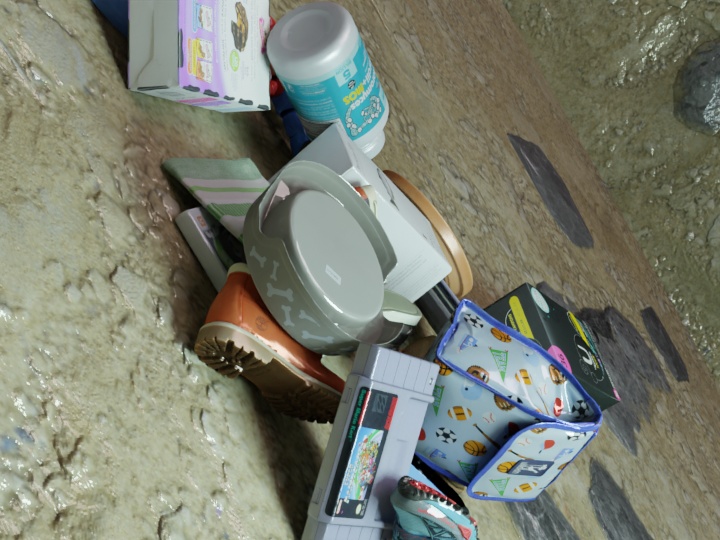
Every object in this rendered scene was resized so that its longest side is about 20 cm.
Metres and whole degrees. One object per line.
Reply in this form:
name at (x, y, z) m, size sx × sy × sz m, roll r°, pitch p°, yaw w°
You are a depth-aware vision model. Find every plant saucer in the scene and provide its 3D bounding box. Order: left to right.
plant saucer at (0.076, -0.044, 1.728) m, size 0.201 × 0.032 × 0.201 m, roll 49°, pitch -14°, yaw 17°

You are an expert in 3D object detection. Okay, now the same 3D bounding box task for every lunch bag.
lunch bag at (0.149, 0.162, 1.430) m, size 0.199 × 0.170 × 0.124 m, roll 31°, pitch 45°, yaw 0°

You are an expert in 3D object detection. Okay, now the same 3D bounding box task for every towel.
towel at (-0.100, -0.057, 1.375) m, size 0.200 × 0.023 × 0.152 m, roll 43°, pitch 23°, yaw 21°

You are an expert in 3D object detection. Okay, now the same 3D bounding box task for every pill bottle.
pill bottle at (-0.032, -0.220, 1.565) m, size 0.201 × 0.110 × 0.111 m, roll 62°, pitch 11°, yaw -49°

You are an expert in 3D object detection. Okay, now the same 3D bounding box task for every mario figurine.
mario figurine at (-0.084, -0.242, 1.654) m, size 0.201 × 0.105 × 0.123 m, roll 62°, pitch -4°, yaw -5°

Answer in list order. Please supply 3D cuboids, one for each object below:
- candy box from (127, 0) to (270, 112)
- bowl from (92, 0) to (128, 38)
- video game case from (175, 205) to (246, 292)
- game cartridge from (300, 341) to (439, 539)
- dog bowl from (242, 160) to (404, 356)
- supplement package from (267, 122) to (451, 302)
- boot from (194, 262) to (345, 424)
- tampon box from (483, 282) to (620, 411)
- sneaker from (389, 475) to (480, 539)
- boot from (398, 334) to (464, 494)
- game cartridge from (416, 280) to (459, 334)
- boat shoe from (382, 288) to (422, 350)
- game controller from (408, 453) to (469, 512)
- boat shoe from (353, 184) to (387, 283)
candy box at (-0.178, -0.275, 1.454) m, size 0.200 × 0.071 × 0.170 m, roll 3°, pitch 87°, yaw -65°
bowl at (-0.263, -0.343, 1.500) m, size 0.201 × 0.039 × 0.201 m, roll 47°, pitch 24°, yaw -28°
video game case at (-0.103, 0.013, 1.385) m, size 0.201 × 0.023 × 0.182 m, roll 59°, pitch 21°, yaw 2°
game cartridge at (0.012, 0.176, 1.231) m, size 0.129 × 0.038 × 0.202 m, roll 22°, pitch 84°, yaw -61°
dog bowl at (-0.037, -0.007, 1.267) m, size 0.200 × 0.058 × 0.201 m, roll 38°, pitch 36°, yaw -34°
supplement package at (-0.002, -0.054, 1.548) m, size 0.200 × 0.117 × 0.117 m, roll 43°, pitch 15°, yaw -33°
boot at (-0.068, 0.075, 1.263) m, size 0.200 × 0.075 × 0.108 m, roll 40°, pitch 46°, yaw -34°
tampon box at (0.262, 0.135, 1.876) m, size 0.200 × 0.126 × 0.151 m, roll 29°, pitch 35°, yaw -51°
sneaker at (0.068, 0.279, 1.259) m, size 0.079 × 0.096 × 0.201 m, roll 24°, pitch -24°, yaw 36°
boot at (0.098, 0.169, 1.545) m, size 0.073 × 0.075 × 0.201 m, roll 30°, pitch 36°, yaw -53°
game cartridge at (0.116, 0.064, 1.640) m, size 0.200 × 0.038 × 0.130 m, roll 55°, pitch -5°, yaw 43°
boat shoe at (-0.026, 0.044, 1.381) m, size 0.200 × 0.061 × 0.072 m, roll 17°, pitch 22°, yaw -32°
game controller at (0.055, 0.245, 1.389) m, size 0.200 × 0.042 × 0.105 m, roll 45°, pitch 25°, yaw -29°
boat shoe at (0.000, 0.000, 1.468) m, size 0.071 × 0.062 × 0.202 m, roll 29°, pitch -45°, yaw 53°
